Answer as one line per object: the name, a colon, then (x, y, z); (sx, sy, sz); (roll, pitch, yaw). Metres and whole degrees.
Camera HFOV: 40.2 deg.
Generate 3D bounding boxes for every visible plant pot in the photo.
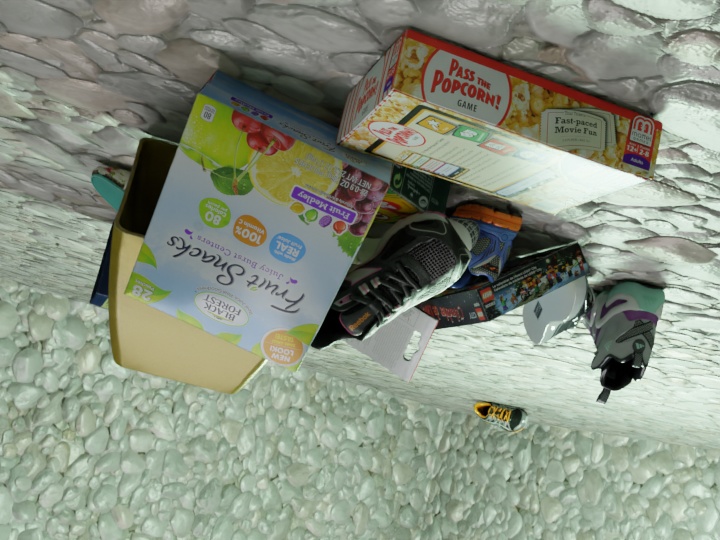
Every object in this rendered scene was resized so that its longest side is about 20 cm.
plant pot: (-0.163, 0.008, 1.018); (0.198, 0.178, 0.201); (16, -151, -13)

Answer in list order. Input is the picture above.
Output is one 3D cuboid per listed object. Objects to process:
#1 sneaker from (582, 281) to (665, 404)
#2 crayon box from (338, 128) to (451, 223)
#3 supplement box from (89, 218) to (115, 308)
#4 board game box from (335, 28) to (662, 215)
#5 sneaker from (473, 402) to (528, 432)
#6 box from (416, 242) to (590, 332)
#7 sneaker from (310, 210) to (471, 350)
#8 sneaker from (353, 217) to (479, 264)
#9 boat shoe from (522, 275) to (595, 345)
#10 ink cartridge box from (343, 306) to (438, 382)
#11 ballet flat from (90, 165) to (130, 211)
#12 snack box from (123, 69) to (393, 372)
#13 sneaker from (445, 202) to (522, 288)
sneaker: (0.311, 0.098, 1.227); (0.077, 0.142, 0.200); (12, 169, 1)
crayon box: (-0.030, -0.089, 0.936); (0.198, 0.051, 0.127); (7, 168, 35)
supplement box: (-0.303, 0.007, 1.532); (0.197, 0.136, 0.200); (17, 169, -16)
board game box: (0.096, -0.101, 0.731); (0.198, 0.047, 0.151); (16, 169, -14)
sneaker: (0.436, 0.454, 3.071); (0.199, 0.079, 0.077); (0, 154, 46)
box: (0.151, 0.022, 1.121); (0.135, 0.038, 0.200); (-23, -179, -20)
sneaker: (0.018, 0.024, 0.913); (0.080, 0.087, 0.199); (45, 131, -11)
sneaker: (0.031, -0.026, 1.015); (0.199, 0.080, 0.077); (9, 125, 45)
boat shoe: (0.252, 0.035, 1.196); (0.067, 0.072, 0.201); (-19, 158, -10)
ink cartridge box: (0.002, 0.033, 1.179); (0.199, 0.110, 0.050); (32, -142, 13)
ballet flat: (-0.244, -0.068, 1.226); (0.200, 0.064, 0.076); (43, 148, -8)
snack box: (-0.086, -0.036, 0.826); (0.167, 0.201, 0.068); (24, -151, -5)
sneaker: (0.094, -0.020, 1.058); (0.075, 0.079, 0.200); (18, 168, -20)
